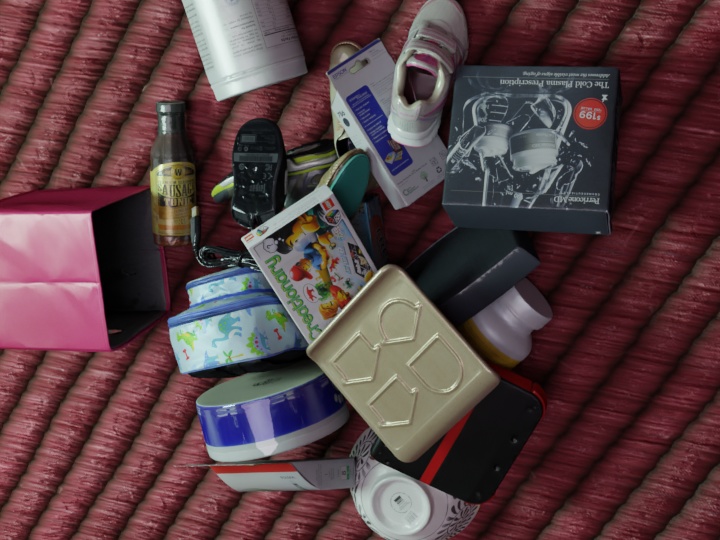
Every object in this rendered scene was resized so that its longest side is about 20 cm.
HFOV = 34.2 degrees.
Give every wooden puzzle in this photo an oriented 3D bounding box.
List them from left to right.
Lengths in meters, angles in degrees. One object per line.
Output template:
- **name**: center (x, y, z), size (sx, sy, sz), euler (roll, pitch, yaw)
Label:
- **wooden puzzle**: center (0.054, 0.115, 1.468), size (0.200, 0.046, 0.185), euler (46, 119, 7)

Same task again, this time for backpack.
- **backpack**: center (-0.160, 0.069, 1.579), size (0.183, 0.200, 0.147), euler (-15, 88, 20)

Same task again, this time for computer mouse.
- **computer mouse**: center (-0.156, -0.095, 1.532), size (0.140, 0.046, 0.200), euler (-3, 87, 22)

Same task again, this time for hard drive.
- **hard drive**: center (0.130, 0.002, 1.515), size (0.200, 0.135, 0.042), euler (-37, 125, 19)

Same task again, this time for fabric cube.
- **fabric cube**: center (-0.404, -0.006, 1.633), size (0.199, 0.196, 0.200), euler (-1, 104, 16)

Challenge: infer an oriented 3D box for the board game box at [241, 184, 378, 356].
- **board game box**: center (-0.049, 0.004, 1.488), size (0.126, 0.035, 0.200), euler (-33, 123, -4)

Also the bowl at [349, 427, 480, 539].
- **bowl**: center (0.065, 0.310, 1.634), size (0.200, 0.094, 0.201), euler (4, 105, 16)

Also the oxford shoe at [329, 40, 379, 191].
- **oxford shoe**: center (-0.005, -0.200, 1.533), size (0.071, 0.074, 0.200), euler (-10, 101, 19)

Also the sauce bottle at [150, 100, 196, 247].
- **sauce bottle**: center (-0.262, -0.135, 1.629), size (0.066, 0.066, 0.200), euler (3, 106, 15)

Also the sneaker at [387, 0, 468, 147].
- **sneaker**: center (0.088, -0.258, 1.456), size (0.081, 0.088, 0.200), euler (12, 75, 4)

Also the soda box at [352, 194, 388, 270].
- **soda box**: center (0.000, 0.000, 1.589), size (0.068, 0.064, 0.200), euler (-4, 104, 18)

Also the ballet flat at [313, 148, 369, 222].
- **ballet flat**: center (-0.043, -0.071, 1.515), size (0.065, 0.070, 0.200), euler (37, 116, 45)

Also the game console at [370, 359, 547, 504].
- **game console**: center (0.129, 0.201, 1.521), size (0.177, 0.031, 0.200), euler (26, 114, -2)

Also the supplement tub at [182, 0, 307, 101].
- **supplement tub**: center (-0.157, -0.333, 1.513), size (0.132, 0.132, 0.200), euler (-14, 100, 19)

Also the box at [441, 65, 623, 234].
- **box**: center (0.213, -0.147, 1.431), size (0.200, 0.104, 0.182), euler (3, 78, 15)

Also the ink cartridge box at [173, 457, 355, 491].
- **ink cartridge box**: center (-0.130, 0.284, 1.608), size (0.161, 0.200, 0.050), euler (-9, 81, 39)

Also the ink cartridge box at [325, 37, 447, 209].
- **ink cartridge box**: center (0.035, -0.187, 1.504), size (0.200, 0.099, 0.039), euler (59, 153, -10)

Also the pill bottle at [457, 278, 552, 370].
- **pill bottle**: center (0.154, 0.096, 1.543), size (0.112, 0.112, 0.200), euler (46, 112, 1)

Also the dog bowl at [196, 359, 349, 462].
- **dog bowl**: center (-0.120, 0.188, 1.599), size (0.200, 0.200, 0.079), euler (-13, 97, 19)

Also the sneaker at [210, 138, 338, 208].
- **sneaker**: center (-0.113, -0.114, 1.588), size (0.200, 0.074, 0.081), euler (-12, 109, 25)
